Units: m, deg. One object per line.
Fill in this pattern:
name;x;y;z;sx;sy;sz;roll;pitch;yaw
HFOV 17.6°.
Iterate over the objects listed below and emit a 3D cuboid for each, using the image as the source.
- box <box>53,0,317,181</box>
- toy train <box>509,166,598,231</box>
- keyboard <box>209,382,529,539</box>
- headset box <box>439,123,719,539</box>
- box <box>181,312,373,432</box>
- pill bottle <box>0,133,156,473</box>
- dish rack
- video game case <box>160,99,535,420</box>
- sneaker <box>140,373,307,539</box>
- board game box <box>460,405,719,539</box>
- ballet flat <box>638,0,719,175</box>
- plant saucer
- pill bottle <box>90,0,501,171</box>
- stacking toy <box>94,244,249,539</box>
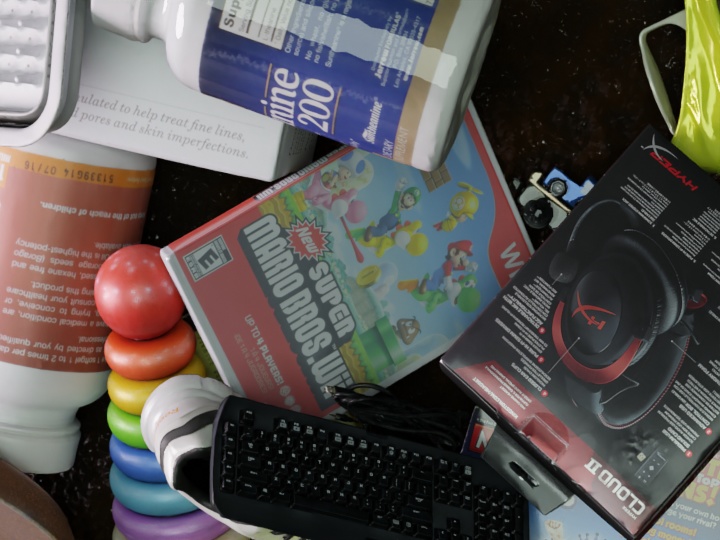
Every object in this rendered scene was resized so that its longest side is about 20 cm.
box;-0.110;-0.172;1.342;0.197;0.131;0.202;14;98;7
toy train;0.173;0.000;1.368;0.199;0.034;0.046;37;96;3
keyboard;0.012;0.105;1.285;0.199;0.105;0.040;16;141;-25
headset box;0.150;0.045;1.304;0.148;0.075;0.200;41;87;12
box;-0.032;0.100;1.402;0.075;0.050;0.201;-27;91;10
pill bottle;-0.193;0.012;1.384;0.111;0.112;0.202;13;98;7
dish rack;-0.206;-0.170;1.262;0.170;0.043;0.202;7;94;35
video game case;0.000;0.000;1.342;0.199;0.017;0.144;-30;115;-11
sneaker;-0.036;0.135;1.316;0.199;0.080;0.074;27;105;-18
board game box;0.150;0.153;1.375;0.198;0.062;0.202;18;97;7
ballet flat;0.192;-0.154;1.335;0.066;0.067;0.202;-2;97;20
plant saucer;-0.252;0.139;1.388;0.199;0.201;0.035;19;63;6
pill bottle;-0.034;-0.134;1.212;0.198;0.111;0.112;20;99;5
stacking toy;-0.115;0.077;1.364;0.085;0.086;0.202;-1;116;8
